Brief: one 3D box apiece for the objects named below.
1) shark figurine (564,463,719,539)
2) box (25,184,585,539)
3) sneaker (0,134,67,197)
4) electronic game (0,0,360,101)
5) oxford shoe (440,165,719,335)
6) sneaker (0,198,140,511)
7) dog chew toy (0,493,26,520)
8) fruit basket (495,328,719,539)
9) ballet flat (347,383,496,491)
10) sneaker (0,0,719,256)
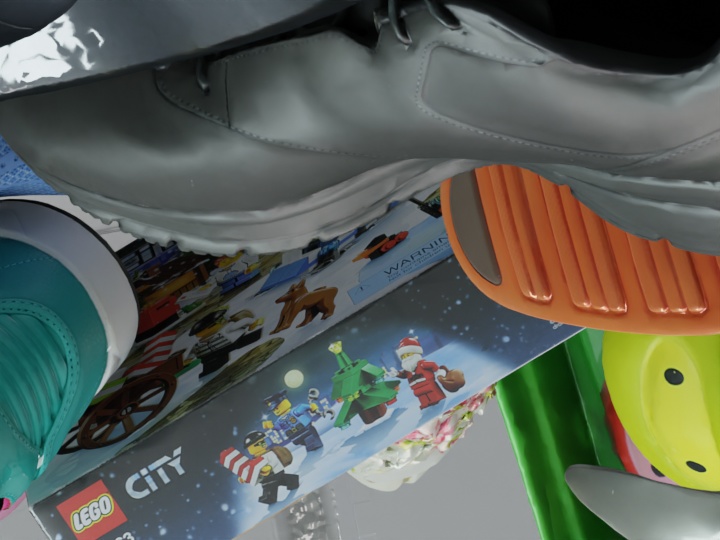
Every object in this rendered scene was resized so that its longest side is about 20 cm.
[{"bbox_3d":[0.149,0.003,0.755,0.089,0.215,0.128,33,160,-30],"label":"shark figurine"},{"bbox_3d":[0.000,0.000,0.790,0.200,0.038,0.137,-31,-159,-1],"label":"box"},{"bbox_3d":[-0.137,-0.009,0.661,0.200,0.089,0.079,-10,176,-29],"label":"sneaker"},{"bbox_3d":[-0.079,-0.049,0.446,0.200,0.042,0.200,-10,178,0],"label":"electronic game"},{"bbox_3d":[0.112,-0.030,0.673,0.200,0.071,0.073,-12,-178,32],"label":"oxford shoe"},{"bbox_3d":[-0.150,0.065,0.727,0.200,0.084,0.121,-31,-167,33],"label":"sneaker"},{"bbox_3d":[-0.190,0.041,0.986,0.200,0.125,0.125,9,-173,24],"label":"dog chew toy"},{"bbox_3d":[0.106,0.018,0.913,0.155,0.216,0.216,-12,178,22],"label":"fruit basket"},{"bbox_3d":[-0.009,0.032,0.872,0.076,0.064,0.200,-46,-155,-20],"label":"ballet flat"},{"bbox_3d":[0.012,-0.052,0.612,0.200,0.076,0.091,-2,154,16],"label":"sneaker"}]
